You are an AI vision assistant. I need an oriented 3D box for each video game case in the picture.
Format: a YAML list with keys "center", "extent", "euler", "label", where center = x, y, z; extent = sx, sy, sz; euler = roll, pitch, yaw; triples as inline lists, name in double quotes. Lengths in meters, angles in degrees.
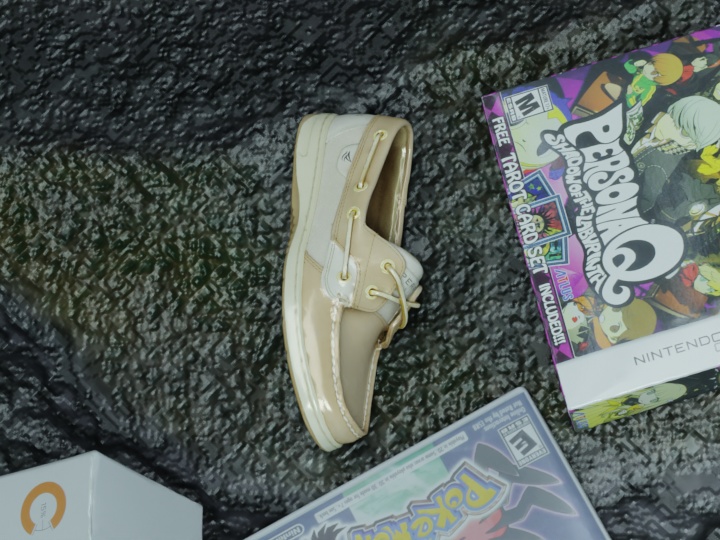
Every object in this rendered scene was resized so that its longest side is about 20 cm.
- center: [0.041, 0.182, 1.574]
  extent: [0.199, 0.023, 0.183]
  euler: [-29, 63, -1]
  label: "video game case"
- center: [0.175, -0.030, 1.630]
  extent: [0.180, 0.036, 0.201]
  euler: [-16, 64, 5]
  label: "video game case"

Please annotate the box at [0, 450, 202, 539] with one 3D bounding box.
- center: [-0.188, 0.185, 1.551]
  extent: [0.199, 0.097, 0.125]
  euler: [-16, 61, 30]
  label: "box"

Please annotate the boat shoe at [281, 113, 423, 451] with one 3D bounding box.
- center: [0.000, 0.000, 1.637]
  extent: [0.069, 0.074, 0.201]
  euler: [-8, 64, 16]
  label: "boat shoe"
